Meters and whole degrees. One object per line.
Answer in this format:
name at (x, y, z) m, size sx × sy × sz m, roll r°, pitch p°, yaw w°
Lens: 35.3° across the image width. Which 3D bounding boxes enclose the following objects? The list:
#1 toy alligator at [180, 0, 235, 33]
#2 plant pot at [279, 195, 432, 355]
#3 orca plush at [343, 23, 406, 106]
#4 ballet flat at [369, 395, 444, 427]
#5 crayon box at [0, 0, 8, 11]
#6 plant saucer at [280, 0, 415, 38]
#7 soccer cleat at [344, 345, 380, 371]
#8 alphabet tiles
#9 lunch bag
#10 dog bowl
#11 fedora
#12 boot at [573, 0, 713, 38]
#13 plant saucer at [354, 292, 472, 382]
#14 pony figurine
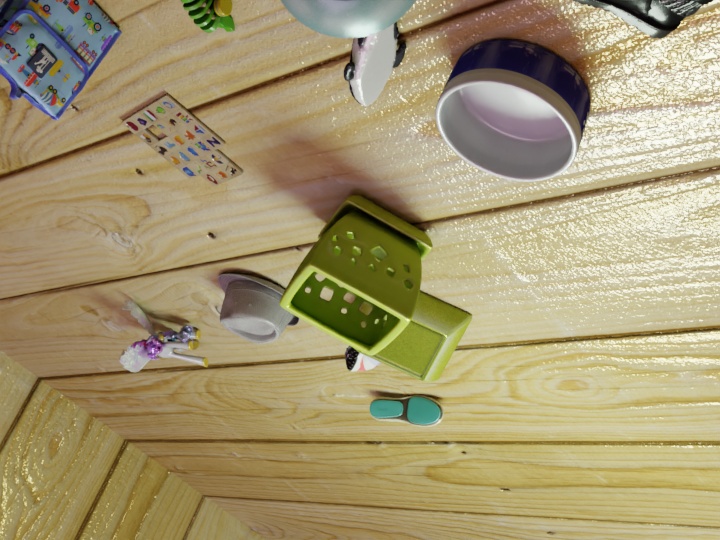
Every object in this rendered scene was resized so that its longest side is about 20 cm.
toy alligator at (-0.238, -0.397, 1.585) m, size 0.059 × 0.055 × 0.200 m, roll 3°, pitch 145°, yaw 33°
plant pot at (0.000, 0.000, 1.936) m, size 0.199 × 0.183 × 0.199 m, roll 28°, pitch 152°, yaw -8°
orca plush at (0.001, -0.316, 1.525) m, size 0.071 × 0.105 × 0.201 m, roll 47°, pitch 164°, yaw 26°
ballet flat at (0.112, 0.311, 2.509) m, size 0.199 × 0.070 × 0.070 m, roll 4°, pitch 146°, yaw 37°
crayon box at (-0.584, -0.417, 1.665) m, size 0.058 × 0.201 × 0.173 m, roll 16°, pitch 150°, yaw 14°
plant saucer at (-0.017, -0.375, 1.334) m, size 0.199 × 0.039 × 0.203 m, roll 2°, pitch 106°, yaw 6°
soccer cleat at (0.033, 0.148, 2.299) m, size 0.073 × 0.069 × 0.200 m, roll 2°, pitch 150°, yaw -23°
alphabet tiles at (-0.304, -0.221, 1.984) m, size 0.200 × 0.008 × 0.167 m, roll 40°, pitch 148°, yaw -26°
lunch bag at (-0.483, -0.338, 1.719) m, size 0.093 × 0.201 × 0.151 m, roll -3°, pitch 142°, yaw 41°
dog bowl at (0.206, -0.214, 1.527) m, size 0.198 × 0.079 × 0.201 m, roll 19°, pitch 152°, yaw 10°
fedora at (-0.224, 0.089, 2.351) m, size 0.198 × 0.091 × 0.177 m, roll 11°, pitch 148°, yaw 24°
boot at (0.308, -0.345, 1.224) m, size 0.209 × 0.080 × 0.158 m, roll 21°, pitch 160°, yaw -16°
plant saucer at (0.085, 0.125, 2.155) m, size 0.199 × 0.048 × 0.201 m, roll 24°, pitch 132°, yaw 1°
pony figurine at (-0.476, 0.173, 2.653) m, size 0.198 × 0.168 × 0.193 m, roll -2°, pitch 153°, yaw 14°
